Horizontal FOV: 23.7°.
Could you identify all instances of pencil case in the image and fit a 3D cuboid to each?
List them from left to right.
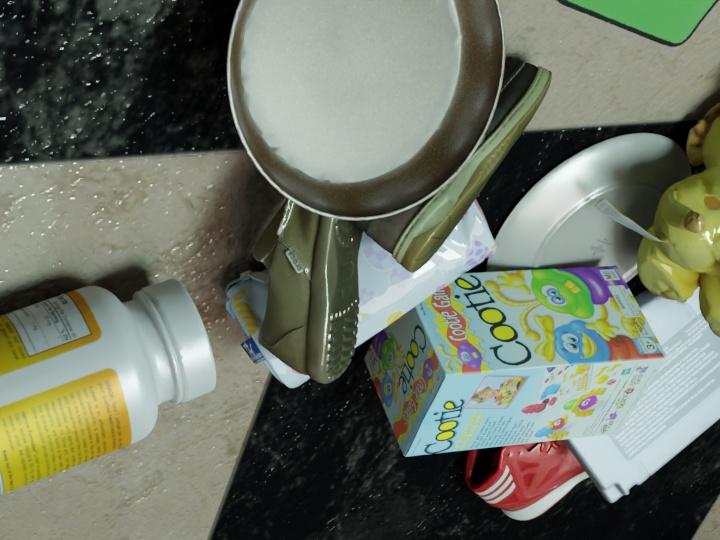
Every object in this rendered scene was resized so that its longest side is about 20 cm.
[{"bbox_3d":[0.000,0.000,1.245,0.200,0.091,0.083,-33,178,0],"label":"pencil case"}]

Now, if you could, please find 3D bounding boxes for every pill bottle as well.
[{"bbox_3d":[-0.203,0.076,1.147,0.199,0.111,0.111,-20,141,-19],"label":"pill bottle"}]

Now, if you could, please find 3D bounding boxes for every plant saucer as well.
[{"bbox_3d":[0.001,-0.133,1.082,0.199,0.032,0.201,-9,108,-28],"label":"plant saucer"}]

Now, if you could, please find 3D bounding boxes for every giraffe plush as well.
[{"bbox_3d":[0.304,-0.058,1.365,0.200,0.172,0.162,39,74,-18],"label":"giraffe plush"}]

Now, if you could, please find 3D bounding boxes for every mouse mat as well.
[{"bbox_3d":[0.241,-0.252,1.214,0.161,0.008,0.200,11,123,-44],"label":"mouse mat"}]

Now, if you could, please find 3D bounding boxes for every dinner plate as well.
[{"bbox_3d":[0.193,-0.028,1.412,0.199,0.024,0.201,-20,142,-17],"label":"dinner plate"}]

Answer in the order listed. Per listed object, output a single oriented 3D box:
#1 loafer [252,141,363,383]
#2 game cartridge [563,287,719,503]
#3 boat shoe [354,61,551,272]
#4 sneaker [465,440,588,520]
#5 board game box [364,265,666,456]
[{"bbox_3d":[-0.036,-0.025,1.159,0.076,0.067,0.201,-9,105,-71],"label":"loafer"},{"bbox_3d":[0.260,0.094,1.522,0.200,0.041,0.133,-38,108,-7],"label":"game cartridge"},{"bbox_3d":[0.064,-0.085,1.176,0.201,0.066,0.072,-53,176,-33],"label":"boat shoe"},{"bbox_3d":[0.179,0.148,1.550,0.200,0.078,0.115,-46,143,13],"label":"sneaker"},{"bbox_3d":[0.122,0.070,1.372,0.199,0.103,0.105,-3,139,-26],"label":"board game box"}]
